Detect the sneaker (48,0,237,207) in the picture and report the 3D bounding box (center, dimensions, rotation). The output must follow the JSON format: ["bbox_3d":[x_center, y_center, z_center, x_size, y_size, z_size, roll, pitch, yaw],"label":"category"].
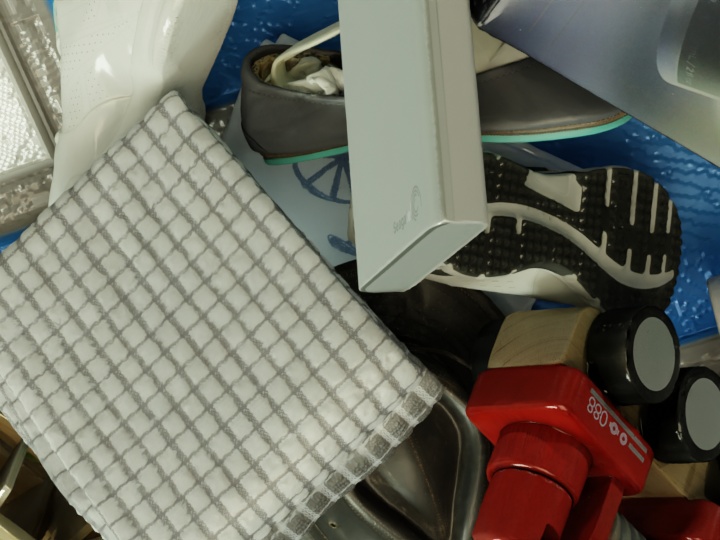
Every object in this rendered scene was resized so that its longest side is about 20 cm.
[{"bbox_3d":[-0.124,-0.098,1.181,0.088,0.075,0.200,40,129,18],"label":"sneaker"}]

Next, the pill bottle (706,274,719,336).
[{"bbox_3d":[0.279,0.019,1.188,0.199,0.112,0.113,-15,114,10],"label":"pill bottle"}]

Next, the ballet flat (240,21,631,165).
[{"bbox_3d":[0.029,-0.091,1.111,0.199,0.073,0.073,-4,117,27],"label":"ballet flat"}]

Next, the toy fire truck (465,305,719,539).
[{"bbox_3d":[0.119,0.137,1.120,0.128,0.201,0.176,-5,140,41],"label":"toy fire truck"}]

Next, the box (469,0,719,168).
[{"bbox_3d":[0.172,-0.157,1.013,0.198,0.123,0.200,27,110,-21],"label":"box"}]

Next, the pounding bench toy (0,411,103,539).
[{"bbox_3d":[-0.175,0.101,1.230,0.156,0.124,0.200,40,117,-16],"label":"pounding bench toy"}]

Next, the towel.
[{"bbox_3d":[-0.079,0.042,1.125,0.166,0.086,0.200,-44,64,3],"label":"towel"}]

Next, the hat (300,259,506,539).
[{"bbox_3d":[0.023,0.097,1.178,0.200,0.081,0.202,-5,102,-23],"label":"hat"}]

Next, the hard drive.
[{"bbox_3d":[0.018,-0.102,1.023,0.026,0.132,0.201,-1,78,-14],"label":"hard drive"}]

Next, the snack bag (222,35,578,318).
[{"bbox_3d":[0.000,0.000,1.233,0.188,0.021,0.201,22,114,-7],"label":"snack bag"}]

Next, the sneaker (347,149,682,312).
[{"bbox_3d":[0.078,-0.021,1.154,0.199,0.080,0.074,15,81,-41],"label":"sneaker"}]
